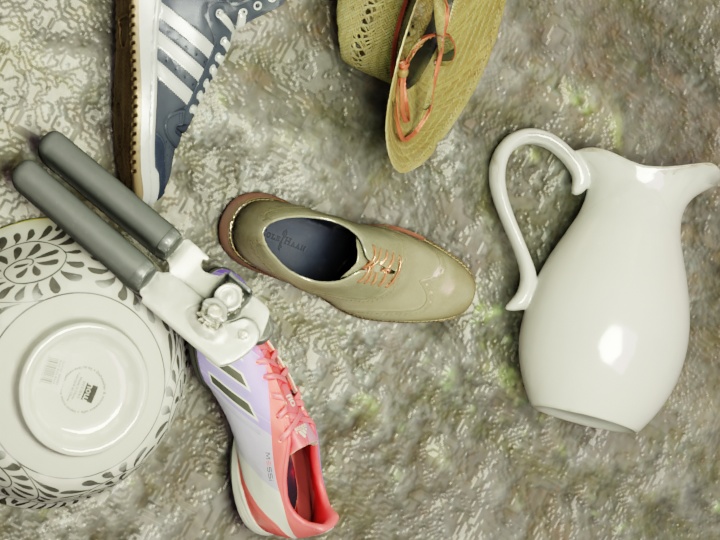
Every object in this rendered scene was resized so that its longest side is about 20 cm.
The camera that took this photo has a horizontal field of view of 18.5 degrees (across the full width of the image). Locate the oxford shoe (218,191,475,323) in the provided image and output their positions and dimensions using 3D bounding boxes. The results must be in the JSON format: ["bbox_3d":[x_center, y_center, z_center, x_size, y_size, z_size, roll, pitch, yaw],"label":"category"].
[{"bbox_3d":[0.000,0.000,1.546,0.199,0.074,0.071,13,93,-24],"label":"oxford shoe"}]

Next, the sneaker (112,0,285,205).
[{"bbox_3d":[-0.108,-0.144,1.482,0.108,0.070,0.202,-1,96,-20],"label":"sneaker"}]

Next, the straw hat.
[{"bbox_3d":[0.027,-0.176,1.520,0.085,0.201,0.202,21,90,19],"label":"straw hat"}]

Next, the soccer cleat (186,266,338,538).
[{"bbox_3d":[-0.064,0.092,1.526,0.068,0.073,0.201,-28,111,-42],"label":"soccer cleat"}]

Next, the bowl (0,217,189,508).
[{"bbox_3d":[-0.195,0.070,1.467,0.199,0.094,0.202,-4,99,-23],"label":"bowl"}]

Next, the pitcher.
[{"bbox_3d":[0.161,0.005,1.603,0.170,0.121,0.201,14,82,-3],"label":"pitcher"}]

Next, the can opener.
[{"bbox_3d":[-0.144,-0.010,1.456,0.200,0.066,0.053,40,75,-1],"label":"can opener"}]
